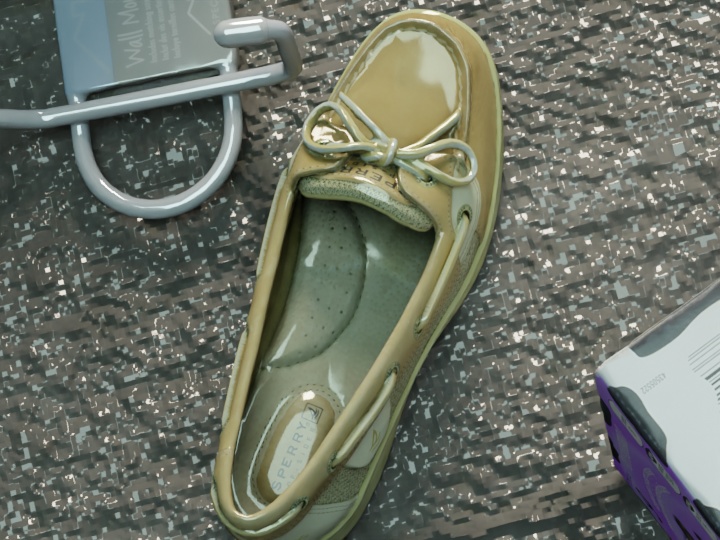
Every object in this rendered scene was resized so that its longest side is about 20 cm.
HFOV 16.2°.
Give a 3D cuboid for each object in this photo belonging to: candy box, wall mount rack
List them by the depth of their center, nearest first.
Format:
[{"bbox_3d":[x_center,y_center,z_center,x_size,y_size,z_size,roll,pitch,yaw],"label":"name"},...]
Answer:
[{"bbox_3d":[0.160,0.104,0.767,0.071,0.168,0.200,-36,74,-2],"label":"candy box"},{"bbox_3d":[-0.114,-0.117,0.904,0.173,0.075,0.201,-10,74,6],"label":"wall mount rack"}]

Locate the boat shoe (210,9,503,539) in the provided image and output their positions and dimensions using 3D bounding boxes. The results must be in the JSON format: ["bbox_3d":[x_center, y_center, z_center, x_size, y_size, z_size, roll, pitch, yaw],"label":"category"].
[{"bbox_3d":[-0.003,0.000,0.867,0.073,0.063,0.201,21,80,11],"label":"boat shoe"}]
